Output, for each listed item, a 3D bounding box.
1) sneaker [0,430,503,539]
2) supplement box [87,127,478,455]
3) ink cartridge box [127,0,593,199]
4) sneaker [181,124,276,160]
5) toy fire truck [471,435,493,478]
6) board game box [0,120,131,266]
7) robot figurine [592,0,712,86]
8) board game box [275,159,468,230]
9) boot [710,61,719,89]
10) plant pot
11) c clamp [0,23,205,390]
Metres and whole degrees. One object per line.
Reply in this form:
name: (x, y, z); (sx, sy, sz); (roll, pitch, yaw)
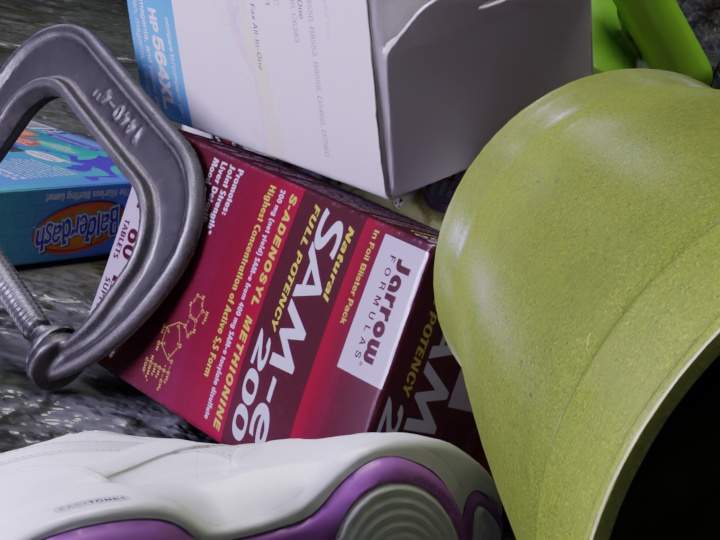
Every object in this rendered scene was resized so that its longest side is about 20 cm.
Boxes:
sneaker: (-0.044, 0.075, 0.590); (0.199, 0.075, 0.099); (2, 17, -35)
supplement box: (-0.029, 0.018, 0.757); (0.061, 0.110, 0.200); (15, 6, -41)
ink cartridge box: (0.004, -0.122, 0.806); (0.128, 0.126, 0.199); (-24, 31, -34)
sneaker: (-0.025, -0.087, 1.021); (0.088, 0.075, 0.200); (4, 7, 27)
toy fire truck: (0.131, 0.056, 0.783); (0.167, 0.113, 0.200); (27, 10, -13)
board game box: (-0.209, -0.047, 1.048); (0.151, 0.045, 0.200); (19, 15, 31)
robot figurine: (0.093, -0.083, 0.929); (0.116, 0.175, 0.201); (42, 39, -32)
board game box: (0.000, 0.000, 0.833); (0.032, 0.121, 0.200); (22, 2, -32)
boot: (0.228, -0.028, 0.882); (0.162, 0.074, 0.198); (20, 22, 5)
plant pot: (0.114, 0.029, 0.567); (0.199, 0.202, 0.193); (5, 23, -24)
c clamp: (-0.146, -0.019, 0.829); (0.027, 0.171, 0.200); (28, 10, -47)
